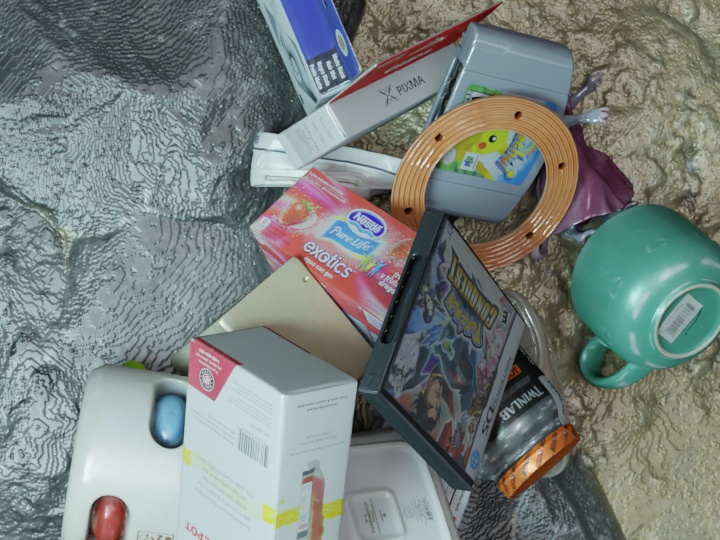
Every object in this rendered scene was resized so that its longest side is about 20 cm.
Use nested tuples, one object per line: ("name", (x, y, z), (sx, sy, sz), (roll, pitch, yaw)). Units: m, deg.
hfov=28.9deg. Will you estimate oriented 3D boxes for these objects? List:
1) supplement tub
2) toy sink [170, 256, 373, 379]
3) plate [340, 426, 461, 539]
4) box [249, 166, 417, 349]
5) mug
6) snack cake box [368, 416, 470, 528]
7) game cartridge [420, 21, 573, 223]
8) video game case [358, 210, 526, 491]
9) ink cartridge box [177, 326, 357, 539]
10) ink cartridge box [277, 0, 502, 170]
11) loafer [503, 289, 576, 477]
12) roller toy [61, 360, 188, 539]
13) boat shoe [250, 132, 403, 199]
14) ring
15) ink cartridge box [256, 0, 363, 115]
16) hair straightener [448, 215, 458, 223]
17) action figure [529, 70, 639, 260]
("supplement tub", (0.122, 0.123, 1.415), (0.122, 0.123, 0.200), (-39, 74, -8))
("toy sink", (-0.088, 0.085, 1.390), (0.112, 0.200, 0.131), (-41, 92, -26))
("plate", (0.009, 0.239, 1.331), (0.199, 0.032, 0.201), (-3, 59, -28))
("box", (0.000, 0.000, 1.367), (0.095, 0.103, 0.200), (-44, 53, -16))
("mug", (0.310, 0.038, 1.451), (0.151, 0.114, 0.186), (-16, 124, -17))
("snack cake box", (0.034, 0.251, 1.401), (0.115, 0.067, 0.201), (32, 50, -6))
("game cartridge", (0.131, -0.141, 1.396), (0.133, 0.041, 0.201), (7, 120, -28))
("video game case", (0.080, 0.076, 1.268), (0.025, 0.200, 0.182), (4, 61, 34))
("ink cartridge box", (-0.085, 0.169, 1.222), (0.083, 0.145, 0.201), (-8, 112, -39))
("ink cartridge box", (0.038, -0.181, 1.380), (0.200, 0.176, 0.045), (-32, 93, -39))
("loafer", (0.181, 0.117, 1.487), (0.072, 0.063, 0.201), (-17, 87, 31))
("roller toy", (-0.209, 0.192, 1.358), (0.139, 0.182, 0.202), (10, 86, -8))
("boat shoe", (-0.017, -0.095, 1.459), (0.198, 0.072, 0.066), (11, 90, -7))
("ring", (0.123, -0.085, 1.397), (0.199, 0.019, 0.202), (-9, 124, -13))
("ink cartridge box", (-0.066, -0.261, 1.396), (0.040, 0.200, 0.201), (-23, 90, -9))
("hair straightener", (0.060, -0.025, 1.461), (0.200, 0.077, 0.041), (-45, 67, -7))
("action figure", (0.210, -0.135, 1.493), (0.148, 0.134, 0.201), (-30, 91, 20))
